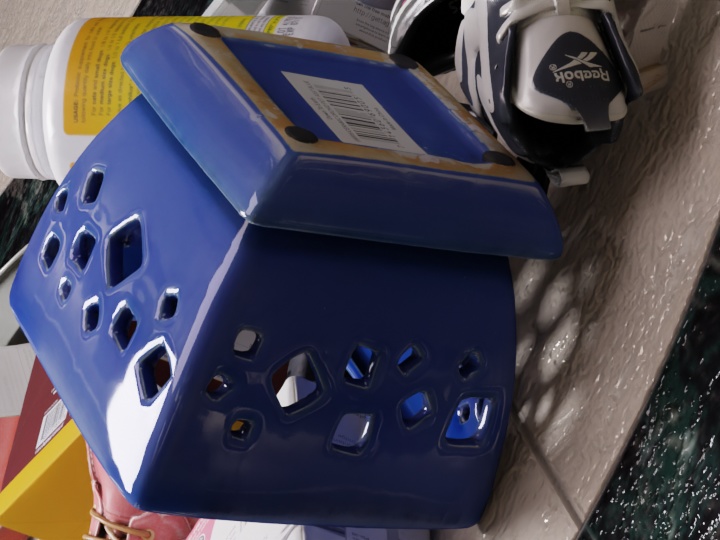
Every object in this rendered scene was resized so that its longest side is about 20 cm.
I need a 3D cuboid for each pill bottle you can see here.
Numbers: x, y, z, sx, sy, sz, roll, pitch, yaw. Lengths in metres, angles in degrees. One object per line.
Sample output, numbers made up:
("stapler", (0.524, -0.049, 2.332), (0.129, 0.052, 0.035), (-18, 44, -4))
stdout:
("pill bottle", (-0.107, -0.091, 1.506), (0.109, 0.199, 0.110), (1, -90, -75))

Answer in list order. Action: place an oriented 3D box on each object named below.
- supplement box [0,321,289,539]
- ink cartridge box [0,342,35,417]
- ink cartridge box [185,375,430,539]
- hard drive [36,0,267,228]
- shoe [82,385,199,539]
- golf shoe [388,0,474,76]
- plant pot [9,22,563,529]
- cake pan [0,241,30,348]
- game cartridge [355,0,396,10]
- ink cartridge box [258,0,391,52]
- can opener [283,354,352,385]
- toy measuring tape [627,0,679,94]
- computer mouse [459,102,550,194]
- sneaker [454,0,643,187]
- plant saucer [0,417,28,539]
("supplement box", (-0.112, 0.056, 1.619), (0.197, 0.132, 0.200), (-43, 30, 52))
("ink cartridge box", (-0.227, 0.090, 1.810), (0.146, 0.199, 0.048), (-127, 29, -69))
("ink cartridge box", (-0.032, 0.176, 1.333), (0.147, 0.083, 0.200), (-57, 21, 29))
("hard drive", (-0.120, -0.110, 1.636), (0.200, 0.026, 0.132), (-49, 7, 24))
("shoe", (-0.124, 0.152, 1.456), (0.071, 0.200, 0.091), (14, 45, 38))
("golf shoe", (0.093, -0.153, 1.329), (0.200, 0.073, 0.092), (-33, 19, 41))
("plant pot", (-0.031, -0.004, 1.268), (0.200, 0.199, 0.180), (50, 125, 50))
("cake pan", (-0.205, 0.004, 1.928), (0.200, 0.037, 0.200), (-38, -11, -9))
("game cartridge", (0.044, -0.197, 1.415), (0.133, 0.041, 0.200), (-41, -13, 18))
("ink cartridge box", (0.008, -0.229, 1.687), (0.176, 0.084, 0.200), (-68, 19, 2))
("can opener", (0.000, 0.000, 1.479), (0.079, 0.063, 0.201), (-33, 40, 61))
("toy measuring tape", (0.169, -0.138, 1.186), (0.200, 0.073, 0.074), (107, 170, -45))
("computer mouse", (0.048, -0.082, 1.395), (0.200, 0.046, 0.141), (8, 66, 60))
("sneaker", (0.091, -0.126, 1.218), (0.130, 0.079, 0.200), (-116, 27, -48))
("plant saucer", (-0.258, 0.131, 2.097), (0.200, 0.037, 0.200), (-51, 25, 43))
